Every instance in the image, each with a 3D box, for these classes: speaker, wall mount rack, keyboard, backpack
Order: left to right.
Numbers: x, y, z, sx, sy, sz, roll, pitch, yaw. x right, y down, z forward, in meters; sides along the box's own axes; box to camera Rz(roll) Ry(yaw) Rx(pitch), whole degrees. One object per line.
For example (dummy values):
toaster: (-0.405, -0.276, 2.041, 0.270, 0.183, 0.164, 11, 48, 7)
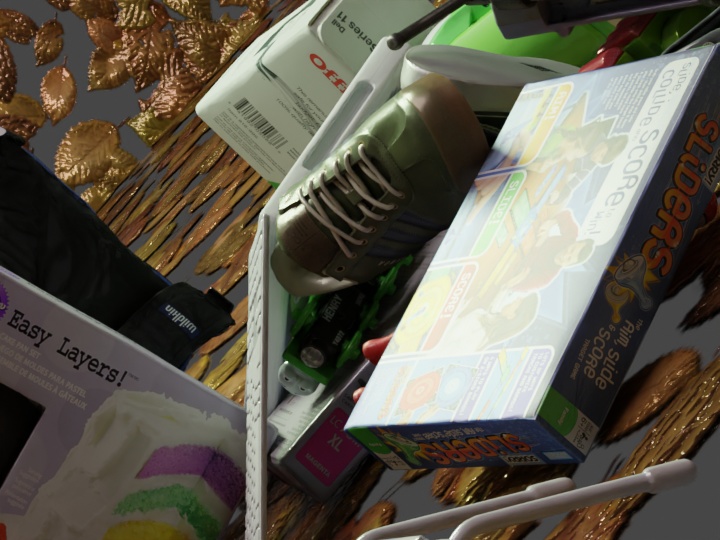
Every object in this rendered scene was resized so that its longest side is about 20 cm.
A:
backpack: (-0.195, 0.048, 1.603, 0.154, 0.200, 0.191, -44, 16, 28)
keyboard: (-0.052, 0.072, 1.435, 0.056, 0.011, 0.200, 100, 171, -65)
wall mount rack: (0.031, 0.125, 1.059, 0.174, 0.075, 0.200, -54, 12, -17)
speaker: (0.113, -0.149, 1.726, 0.200, 0.088, 0.088, -35, 16, 50)

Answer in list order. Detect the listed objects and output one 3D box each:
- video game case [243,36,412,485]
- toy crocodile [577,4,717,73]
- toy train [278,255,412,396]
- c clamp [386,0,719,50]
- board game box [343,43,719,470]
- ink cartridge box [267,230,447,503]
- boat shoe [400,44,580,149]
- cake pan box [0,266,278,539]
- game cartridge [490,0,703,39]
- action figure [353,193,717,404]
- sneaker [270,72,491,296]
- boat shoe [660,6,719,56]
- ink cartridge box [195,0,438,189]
video game case: (-0.019, -0.005, 1.610, 0.182, 0.023, 0.200, -57, -19, -46)
toy crocodile: (0.137, -0.092, 1.473, 0.200, 0.062, 0.067, -53, 12, -34)
toy train: (0.000, 0.000, 1.540, 0.056, 0.042, 0.200, -54, 4, 40)
c clamp: (0.137, -0.155, 1.431, 0.200, 0.027, 0.171, -2, 30, 40)
board game box: (0.085, -0.005, 1.251, 0.135, 0.034, 0.200, -7, 48, 54)
ink cartridge box: (0.023, 0.035, 1.520, 0.200, 0.042, 0.119, -51, 9, -7)
boat shoe: (0.078, -0.079, 1.505, 0.200, 0.071, 0.064, 0, -69, -60)
cake pan box: (-0.171, 0.112, 1.481, 0.184, 0.200, 0.052, -60, 10, -5)
game cartridge: (0.180, -0.177, 1.491, 0.200, 0.038, 0.130, -7, 27, 31)
action figure: (0.085, 0.012, 1.323, 0.200, 0.052, 0.065, -36, 20, 30)
sneaker: (0.003, -0.030, 1.397, 0.090, 0.067, 0.200, -32, -6, -15)
boat shoe: (0.217, -0.146, 1.337, 0.200, 0.062, 0.073, -50, 10, -12)
ink cartridge box: (-0.002, -0.111, 1.891, 0.083, 0.147, 0.200, -51, 11, -26)
